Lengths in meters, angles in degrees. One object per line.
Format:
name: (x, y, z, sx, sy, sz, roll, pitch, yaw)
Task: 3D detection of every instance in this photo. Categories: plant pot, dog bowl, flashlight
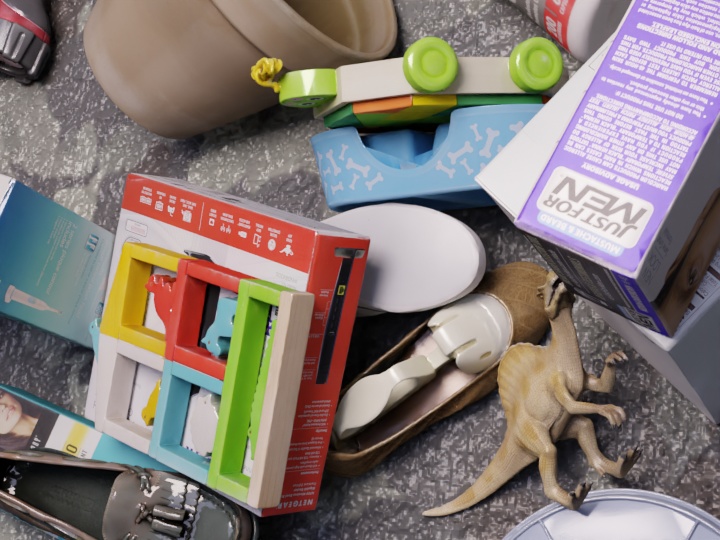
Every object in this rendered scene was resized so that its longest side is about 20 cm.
plant pot: (-0.101, -0.189, 0.888, 0.173, 0.200, 0.200, -34, 62, 30)
dog bowl: (0.058, -0.069, 0.801, 0.200, 0.111, 0.050, -3, 87, 36)
flashlight: (-0.268, -0.261, 1.040, 0.068, 0.068, 0.200, -5, 61, 62)

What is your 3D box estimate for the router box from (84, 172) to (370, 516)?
router box: (-0.094, 0.042, 0.811, 0.200, 0.049, 0.180, 18, 99, 43)

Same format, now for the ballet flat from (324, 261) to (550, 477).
ballet flat: (0.041, 0.063, 0.791, 0.200, 0.072, 0.068, -36, 72, 8)

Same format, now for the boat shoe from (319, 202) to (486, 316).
boat shoe: (0.000, 0.000, 0.827, 0.200, 0.066, 0.072, -10, 81, 31)

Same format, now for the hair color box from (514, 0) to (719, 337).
hair color box: (0.152, -0.080, 0.552, 0.065, 0.109, 0.200, 28, 86, 27)

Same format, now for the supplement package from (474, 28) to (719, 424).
supplement package: (0.206, -0.049, 0.690, 0.200, 0.191, 0.147, -46, 61, 3)

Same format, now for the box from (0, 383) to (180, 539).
box: (-0.207, 0.149, 0.885, 0.200, 0.049, 0.082, 18, 81, 27)

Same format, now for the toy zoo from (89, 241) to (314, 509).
toy zoo: (-0.114, 0.057, 0.779, 0.200, 0.020, 0.131, 16, 98, 43)

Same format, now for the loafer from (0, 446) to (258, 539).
loafer: (-0.165, 0.157, 0.800, 0.200, 0.063, 0.072, 8, 75, 24)

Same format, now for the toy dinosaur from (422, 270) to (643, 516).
toy dinosaur: (0.114, 0.095, 0.748, 0.101, 0.058, 0.200, 42, 125, 36)

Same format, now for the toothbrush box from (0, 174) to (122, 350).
toothbrush box: (-0.251, -0.011, 0.872, 0.146, 0.200, 0.085, 17, 80, 28)

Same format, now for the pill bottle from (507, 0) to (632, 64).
pill bottle: (0.124, -0.238, 0.832, 0.114, 0.114, 0.200, -45, 62, 4)

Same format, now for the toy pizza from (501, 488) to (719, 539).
toy pizza: (0.154, 0.229, 0.713, 0.200, 0.032, 0.200, -7, 72, 21)

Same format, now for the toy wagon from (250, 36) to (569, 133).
toy wagon: (0.029, -0.114, 0.783, 0.200, 0.155, 0.040, -4, 89, -19)
